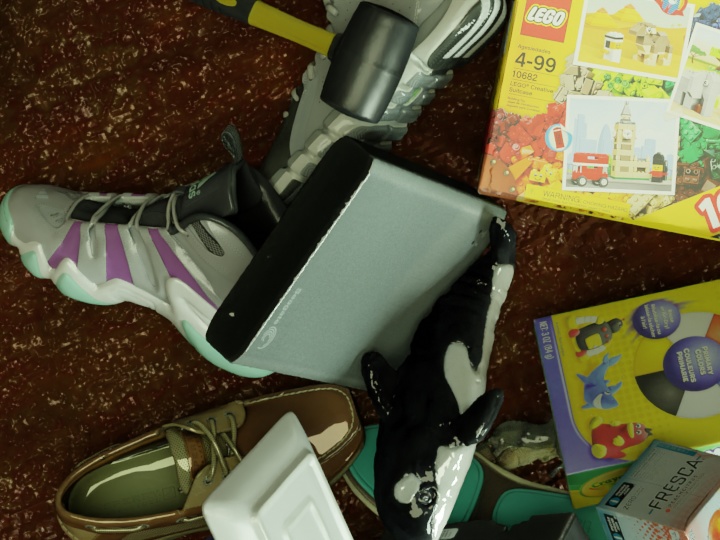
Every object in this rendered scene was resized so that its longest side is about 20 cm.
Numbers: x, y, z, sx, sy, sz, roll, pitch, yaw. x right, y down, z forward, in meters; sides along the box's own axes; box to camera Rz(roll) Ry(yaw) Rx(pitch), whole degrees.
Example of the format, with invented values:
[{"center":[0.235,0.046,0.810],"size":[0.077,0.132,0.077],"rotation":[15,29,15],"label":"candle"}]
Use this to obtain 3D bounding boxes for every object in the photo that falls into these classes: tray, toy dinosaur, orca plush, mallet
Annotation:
[{"center":[-0.021,0.193,1.497],"size":[0.022,0.107,0.201],"rotation":[-10,113,35],"label":"tray"},{"center":[0.172,0.110,1.574],"size":[0.199,0.047,0.089],"rotation":[-19,92,1],"label":"toy dinosaur"},{"center":[0.039,0.059,1.511],"size":[0.071,0.105,0.201],"rotation":[24,85,-18],"label":"orca plush"},{"center":[-0.059,-0.139,1.497],"size":[0.199,0.041,0.066],"rotation":[18,92,29],"label":"mallet"}]

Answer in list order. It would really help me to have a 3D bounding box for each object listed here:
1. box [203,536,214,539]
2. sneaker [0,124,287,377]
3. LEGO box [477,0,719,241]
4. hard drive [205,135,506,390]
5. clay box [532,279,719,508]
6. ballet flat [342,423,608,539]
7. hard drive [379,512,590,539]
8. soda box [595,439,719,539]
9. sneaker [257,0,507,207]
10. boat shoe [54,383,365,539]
[{"center":[-0.100,0.208,1.504],"size":[0.117,0.200,0.049],"rotation":[-13,102,35],"label":"box"},{"center":[-0.109,-0.035,1.509],"size":[0.199,0.078,0.140],"rotation":[24,129,-1],"label":"sneaker"},{"center":[0.179,-0.104,1.518],"size":[0.198,0.077,0.150],"rotation":[10,100,-1],"label":"LEGO box"},{"center":[0.000,0.000,1.483],"size":[0.033,0.200,0.140],"rotation":[39,100,24],"label":"hard drive"},{"center":[0.211,0.065,1.530],"size":[0.198,0.116,0.048],"rotation":[-13,144,4],"label":"clay box"},{"center":[0.079,0.153,1.564],"size":[0.199,0.069,0.070],"rotation":[21,101,24],"label":"ballet flat"},{"center":[0.104,0.238,1.544],"size":[0.139,0.038,0.201],"rotation":[-8,122,34],"label":"hard drive"},{"center":[0.206,0.198,1.490],"size":[0.064,0.068,0.201],"rotation":[-44,127,-31],"label":"soda box"},{"center":[-0.012,-0.132,1.531],"size":[0.200,0.075,0.116],"rotation":[-43,74,18],"label":"sneaker"},{"center":[-0.094,0.122,1.555],"size":[0.199,0.074,0.076],"rotation":[-23,72,5],"label":"boat shoe"}]
